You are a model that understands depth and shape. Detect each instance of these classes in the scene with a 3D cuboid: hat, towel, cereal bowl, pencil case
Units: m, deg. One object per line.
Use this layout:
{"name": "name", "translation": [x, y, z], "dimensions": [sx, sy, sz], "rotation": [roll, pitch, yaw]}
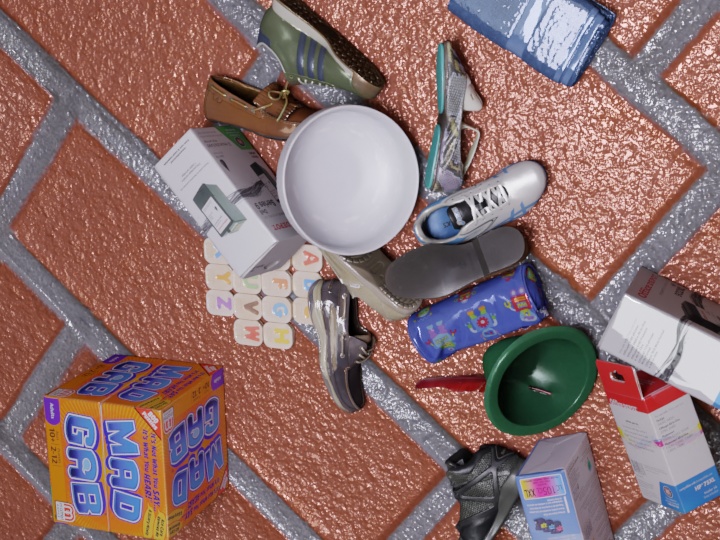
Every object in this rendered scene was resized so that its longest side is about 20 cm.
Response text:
{"name": "hat", "translation": [0.200, 0.116, 1.733], "dimensions": [0.197, 0.176, 0.168], "rotation": [-11, 119, -19]}
{"name": "towel", "translation": [0.214, -0.328, 1.594], "dimensions": [0.199, 0.048, 0.112], "rotation": [35, 114, 9]}
{"name": "cereal bowl", "translation": [-0.024, -0.126, 1.696], "dimensions": [0.197, 0.083, 0.203], "rotation": [-4, 102, -21]}
{"name": "pencil case", "translation": [0.163, 0.062, 1.705], "dimensions": [0.198, 0.078, 0.087], "rotation": [-24, 112, 25]}

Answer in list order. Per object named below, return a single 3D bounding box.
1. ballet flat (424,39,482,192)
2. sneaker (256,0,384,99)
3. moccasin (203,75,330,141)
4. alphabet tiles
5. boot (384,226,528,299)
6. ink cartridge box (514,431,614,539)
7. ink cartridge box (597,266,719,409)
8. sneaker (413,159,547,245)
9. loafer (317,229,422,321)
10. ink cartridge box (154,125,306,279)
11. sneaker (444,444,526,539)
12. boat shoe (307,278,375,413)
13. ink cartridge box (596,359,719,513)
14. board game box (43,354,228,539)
{"name": "ballet flat", "translation": [0.127, -0.202, 1.662], "dimensions": [0.071, 0.072, 0.203], "rotation": [10, 108, 19]}
{"name": "sneaker", "translation": [-0.061, -0.283, 1.711], "dimensions": [0.200, 0.067, 0.090], "rotation": [43, 120, 9]}
{"name": "moccasin", "translation": [-0.127, -0.231, 1.750], "dimensions": [0.199, 0.073, 0.079], "rotation": [19, 119, 26]}
{"name": "alphabet tiles", "translation": [-0.145, 0.016, 1.852], "dimensions": [0.193, 0.015, 0.203], "rotation": [6, 106, 20]}
{"name": "boot", "translation": [0.132, -0.003, 1.685], "dimensions": [0.197, 0.075, 0.075], "rotation": [-15, 79, 14]}
{"name": "ink cartridge box", "translation": [0.283, 0.341, 1.699], "dimensions": [0.075, 0.136, 0.203], "rotation": [-13, 99, 26]}
{"name": "ink cartridge box", "translation": [0.414, 0.088, 1.572], "dimensions": [0.198, 0.145, 0.085], "rotation": [27, 112, 13]}
{"name": "sneaker", "translation": [0.159, -0.083, 1.670], "dimensions": [0.198, 0.072, 0.073], "rotation": [-27, 92, 25]}
{"name": "loafer", "translation": [0.000, 0.000, 1.749], "dimensions": [0.200, 0.075, 0.069], "rotation": [47, 142, 18]}
{"name": "ink cartridge box", "translation": [-0.170, -0.098, 1.749], "dimensions": [0.084, 0.146, 0.201], "rotation": [-41, 82, 21]}
{"name": "sneaker", "translation": [0.157, 0.331, 1.785], "dimensions": [0.113, 0.076, 0.201], "rotation": [29, 110, 14]}
{"name": "boat shoe", "translation": [-0.019, 0.108, 1.794], "dimensions": [0.072, 0.075, 0.203], "rotation": [-9, 105, 20]}
{"name": "ink cartridge box", "translation": [0.385, 0.200, 1.624], "dimensions": [0.067, 0.116, 0.202], "rotation": [-23, 97, -13]}
{"name": "board game box", "translation": [-0.333, 0.260, 1.892], "dimensions": [0.197, 0.200, 0.203], "rotation": [4, 106, 20]}
